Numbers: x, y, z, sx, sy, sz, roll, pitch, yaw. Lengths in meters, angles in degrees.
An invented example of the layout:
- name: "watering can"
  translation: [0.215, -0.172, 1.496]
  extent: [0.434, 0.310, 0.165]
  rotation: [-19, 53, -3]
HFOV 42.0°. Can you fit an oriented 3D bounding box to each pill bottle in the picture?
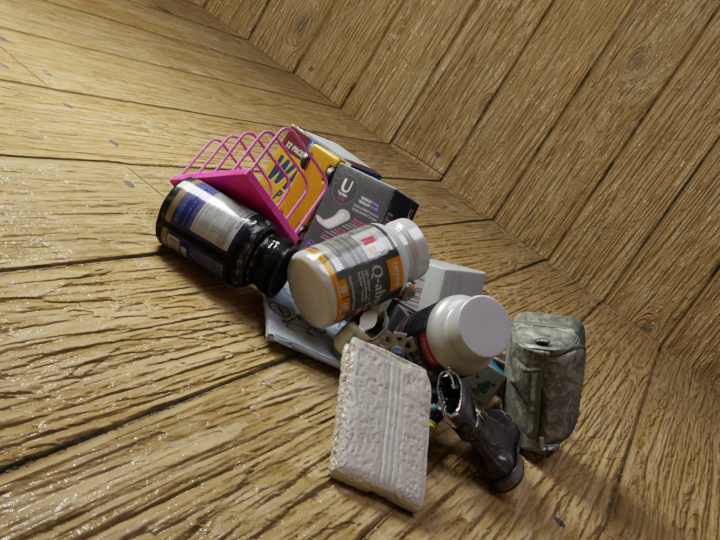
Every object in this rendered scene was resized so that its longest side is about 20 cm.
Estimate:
- name: "pill bottle"
  translation: [0.138, 0.103, 1.415]
  extent: [0.118, 0.121, 0.200]
  rotation: [29, -24, -13]
- name: "pill bottle"
  translation: [-0.195, -0.046, 1.386]
  extent: [0.198, 0.113, 0.112]
  rotation: [29, 14, 12]
- name: "pill bottle"
  translation: [0.000, -0.002, 1.386]
  extent: [0.198, 0.118, 0.116]
  rotation: [-23, 49, -30]

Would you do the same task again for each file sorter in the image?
- name: "file sorter"
  translation: [-0.170, -0.135, 1.475]
  extent: [0.198, 0.126, 0.140]
  rotation: [2, -43, 45]

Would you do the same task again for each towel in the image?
- name: "towel"
  translation: [0.026, 0.189, 1.172]
  extent: [0.131, 0.034, 0.202]
  rotation: [26, 47, -20]

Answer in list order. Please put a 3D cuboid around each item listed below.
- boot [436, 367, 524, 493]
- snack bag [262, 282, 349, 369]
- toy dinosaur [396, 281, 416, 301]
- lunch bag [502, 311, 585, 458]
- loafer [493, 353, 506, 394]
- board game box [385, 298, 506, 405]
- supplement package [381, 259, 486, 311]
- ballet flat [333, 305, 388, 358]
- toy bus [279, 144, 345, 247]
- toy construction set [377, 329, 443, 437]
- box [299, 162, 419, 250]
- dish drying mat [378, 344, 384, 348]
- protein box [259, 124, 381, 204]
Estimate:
- name: "boot"
  translation: [0.169, 0.209, 1.367]
  extent: [0.175, 0.069, 0.201]
  rotation: [54, 11, -18]
- name: "snack bag"
  translation: [-0.068, 0.084, 1.416]
  extent: [0.187, 0.022, 0.201]
  rotation: [26, 22, -23]
- name: "toy dinosaur"
  translation: [0.000, 0.000, 1.637]
  extent: [0.198, 0.103, 0.136]
  rotation: [30, 28, -11]
- name: "lunch bag"
  translation: [0.302, 0.188, 1.569]
  extent: [0.137, 0.204, 0.168]
  rotation: [7, 17, 17]
- name: "loafer"
  translation: [0.257, 0.190, 1.734]
  extent: [0.197, 0.069, 0.076]
  rotation: [20, 9, 11]
- name: "board game box"
  translation: [0.135, 0.136, 1.605]
  extent: [0.198, 0.065, 0.148]
  rotation: [31, 6, -14]
- name: "supplement package"
  translation: [0.141, 0.043, 1.781]
  extent: [0.116, 0.119, 0.199]
  rotation: [16, 4, 29]
- name: "ballet flat"
  translation: [0.014, 0.082, 1.425]
  extent: [0.067, 0.063, 0.200]
  rotation: [35, 20, 2]
- name: "toy bus"
  translation: [-0.088, -0.103, 1.562]
  extent: [0.065, 0.202, 0.078]
  rotation: [32, 9, 26]
- name: "toy construction set"
  translation: [0.055, 0.174, 1.331]
  extent: [0.130, 0.093, 0.201]
  rotation: [32, 26, -9]
- name: "box"
  translation: [-0.010, -0.052, 1.528]
  extent: [0.121, 0.203, 0.106]
  rotation: [27, 3, 27]
- name: "dish drying mat"
  translation: [-0.020, 0.108, 1.494]
  extent: [0.198, 0.018, 0.077]
  rotation: [24, 19, -32]
- name: "protein box"
  translation: [-0.088, -0.133, 1.712]
  extent: [0.134, 0.200, 0.200]
  rotation: [35, 9, 15]
